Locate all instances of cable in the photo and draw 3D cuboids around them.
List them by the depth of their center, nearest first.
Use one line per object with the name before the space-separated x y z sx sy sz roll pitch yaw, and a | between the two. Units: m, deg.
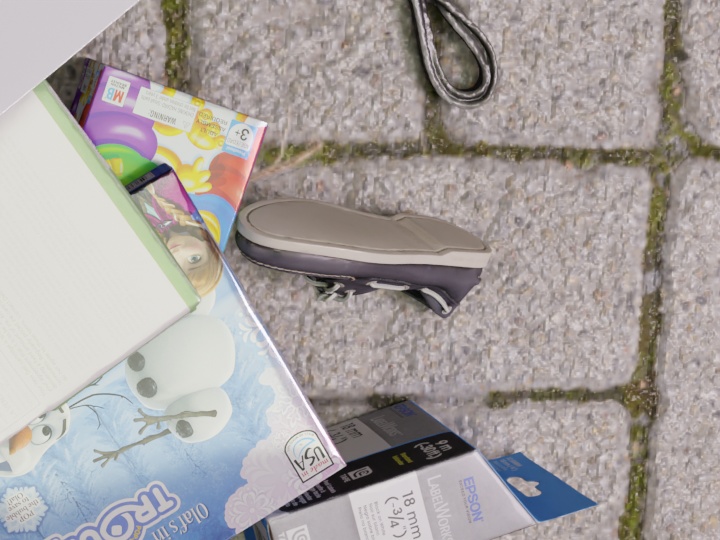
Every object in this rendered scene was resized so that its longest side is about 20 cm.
cable | 0.037 -0.195 1.008 0.097 0.050 0.201 -11 101 -9

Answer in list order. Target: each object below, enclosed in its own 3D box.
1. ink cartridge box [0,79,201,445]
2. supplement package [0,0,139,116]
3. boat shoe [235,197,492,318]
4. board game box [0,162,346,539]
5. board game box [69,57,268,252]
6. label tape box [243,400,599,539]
ink cartridge box | -0.203 0.015 0.833 0.200 0.048 0.146 -36 100 -6
supplement package | -0.249 -0.166 0.816 0.147 0.200 0.192 -43 114 -20
boat shoe | 0.000 0.000 0.996 0.200 0.073 0.063 4 117 -44
board game box | -0.142 0.076 0.901 0.200 0.043 0.199 -32 104 -7
board game box | -0.143 -0.014 0.964 0.105 0.103 0.201 18 94 -17
label tape box | 0.027 0.133 1.015 0.199 0.144 0.064 -17 101 -12
